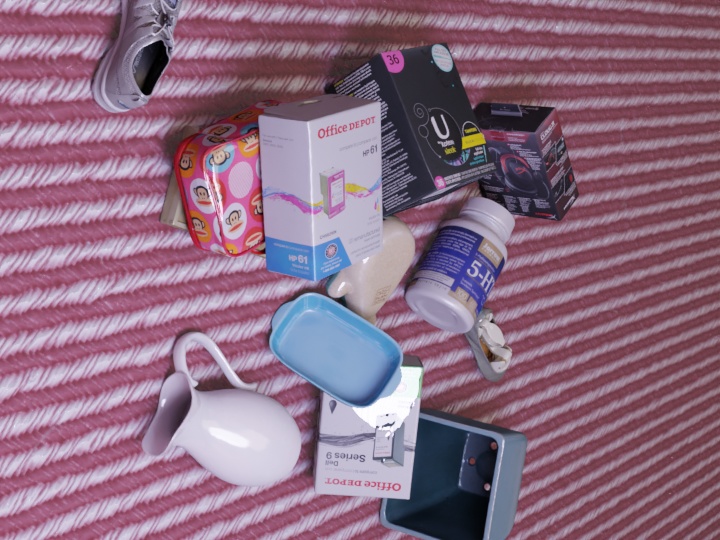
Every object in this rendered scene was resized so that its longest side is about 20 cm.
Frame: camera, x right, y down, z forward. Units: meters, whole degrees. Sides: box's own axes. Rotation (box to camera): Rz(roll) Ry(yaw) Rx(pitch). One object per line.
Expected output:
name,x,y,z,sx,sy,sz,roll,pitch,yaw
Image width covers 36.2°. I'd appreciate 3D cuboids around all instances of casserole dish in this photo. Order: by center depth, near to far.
casserole dish,-0.035,0.116,1.539,0.121,0.199,0.039,-55,170,-25

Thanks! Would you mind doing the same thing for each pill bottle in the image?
pill bottle,0.166,-0.013,1.766,0.120,0.119,0.201,50,62,-43

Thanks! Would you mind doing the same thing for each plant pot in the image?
plant pot,0.175,0.336,1.816,0.200,0.195,0.197,4,96,-58

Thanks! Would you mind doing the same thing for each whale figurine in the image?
whale figurine,0.000,0.000,1.609,0.159,0.104,0.201,-21,139,-40

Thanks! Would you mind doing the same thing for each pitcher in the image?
pitcher,-0.171,0.183,1.431,0.199,0.121,0.173,27,63,-38

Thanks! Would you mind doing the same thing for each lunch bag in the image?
lunch bag,-0.131,-0.106,1.379,0.200,0.082,0.177,-34,124,-41

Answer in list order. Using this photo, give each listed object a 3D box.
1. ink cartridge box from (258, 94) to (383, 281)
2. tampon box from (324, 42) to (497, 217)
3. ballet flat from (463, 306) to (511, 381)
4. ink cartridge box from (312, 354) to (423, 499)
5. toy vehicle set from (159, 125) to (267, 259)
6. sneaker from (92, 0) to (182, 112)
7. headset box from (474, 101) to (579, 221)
ink cartridge box,-0.046,-0.106,1.361,0.144,0.084,0.202,-25,119,-48
tampon box,0.072,-0.198,1.548,0.149,0.126,0.201,-21,88,-46
ballet flat,0.229,0.134,1.918,0.068,0.063,0.200,-55,135,-25
ink cartridge box,0.010,0.224,1.611,0.145,0.084,0.202,4,97,-5
toy vehicle set,-0.163,-0.095,1.428,0.199,0.026,0.125,21,83,-50
sneaker,-0.233,-0.271,1.260,0.075,0.082,0.201,24,81,-49
headset box,0.260,-0.188,1.810,0.075,0.148,0.201,-49,132,-31
